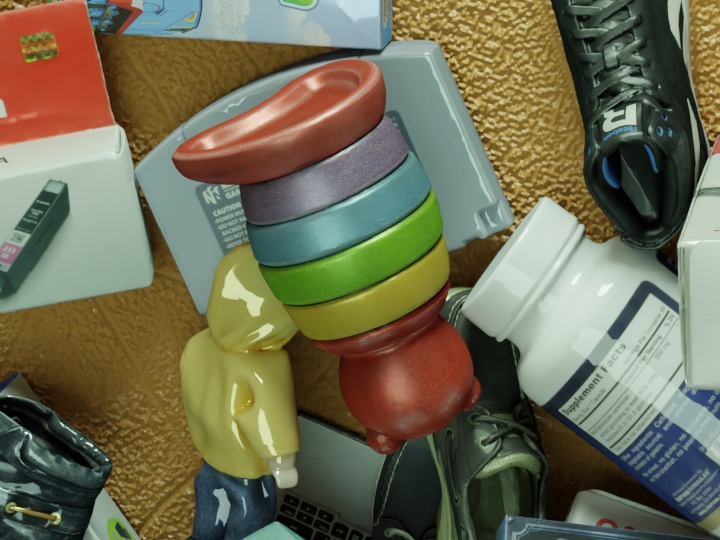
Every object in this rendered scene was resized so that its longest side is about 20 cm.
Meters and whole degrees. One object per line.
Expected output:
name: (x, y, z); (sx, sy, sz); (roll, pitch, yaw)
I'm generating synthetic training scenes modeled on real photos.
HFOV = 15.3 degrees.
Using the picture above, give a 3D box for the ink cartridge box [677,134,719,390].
ink cartridge box: (0.249, -0.006, 1.418); (0.146, 0.200, 0.084); (2, 109, 14)

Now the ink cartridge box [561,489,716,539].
ink cartridge box: (0.157, 0.247, 1.525); (0.145, 0.201, 0.086); (20, 153, 2)

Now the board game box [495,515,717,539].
board game box: (0.135, 0.240, 1.459); (0.134, 0.035, 0.202); (7, 66, -5)

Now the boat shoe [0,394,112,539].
boat shoe: (-0.246, 0.104, 1.609); (0.199, 0.071, 0.091); (28, 111, -1)

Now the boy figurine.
boy figurine: (-0.068, 0.078, 1.555); (0.064, 0.124, 0.202); (-2, 104, -30)

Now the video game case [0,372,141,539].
video game case: (-0.241, 0.190, 1.693); (0.199, 0.045, 0.182); (-33, 97, 22)

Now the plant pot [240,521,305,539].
plant pot: (-0.066, 0.253, 1.505); (0.200, 0.141, 0.141); (-50, 54, -1)

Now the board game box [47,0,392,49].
board game box: (-0.081, -0.207, 1.519); (0.198, 0.037, 0.153); (4, 109, 12)

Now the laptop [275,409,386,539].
laptop: (0.001, 0.224, 1.606); (0.186, 0.116, 0.201); (23, 113, 4)

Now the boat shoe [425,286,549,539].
boat shoe: (0.078, 0.109, 1.543); (0.071, 0.066, 0.203); (-1, 88, -28)

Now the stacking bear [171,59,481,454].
stacking bear: (0.000, 0.000, 1.480); (0.121, 0.114, 0.201); (-31, 107, -23)

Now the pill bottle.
pill bottle: (0.158, 0.051, 1.510); (0.200, 0.111, 0.111); (37, 113, -1)

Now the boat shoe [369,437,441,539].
boat shoe: (0.036, 0.179, 1.574); (0.072, 0.063, 0.202); (8, 83, 3)

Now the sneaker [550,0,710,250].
sneaker: (0.144, -0.110, 1.456); (0.073, 0.112, 0.201); (-16, 104, 17)

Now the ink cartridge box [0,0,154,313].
ink cartridge box: (-0.234, -0.056, 1.565); (0.198, 0.044, 0.175); (-10, 122, 3)

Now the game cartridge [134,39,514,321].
game cartridge: (-0.025, -0.053, 1.560); (0.199, 0.042, 0.134); (-20, 99, 19)
